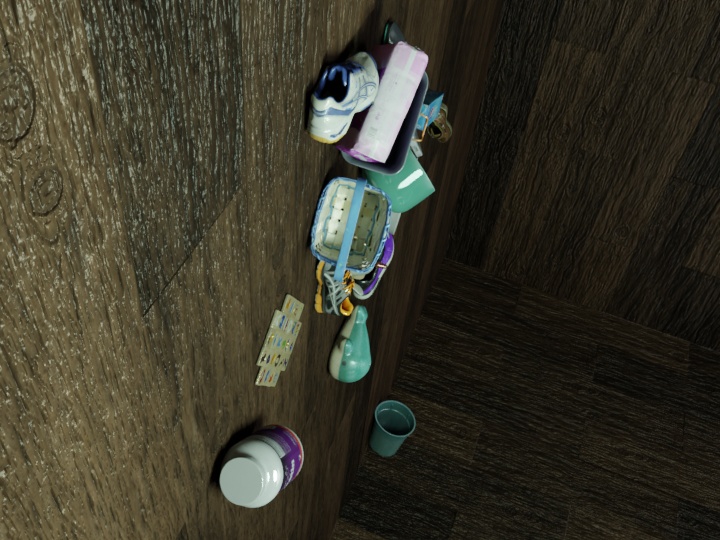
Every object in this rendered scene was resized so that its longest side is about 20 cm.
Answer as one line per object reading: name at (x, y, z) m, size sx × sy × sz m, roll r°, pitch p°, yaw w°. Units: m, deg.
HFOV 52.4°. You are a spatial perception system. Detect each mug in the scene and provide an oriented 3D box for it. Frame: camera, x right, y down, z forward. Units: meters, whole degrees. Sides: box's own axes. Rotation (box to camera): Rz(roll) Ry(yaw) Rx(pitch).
mug at (0.076, -0.193, 1.559) m, size 0.113 × 0.153 × 0.185 m, roll -34°, pitch 149°, yaw 5°

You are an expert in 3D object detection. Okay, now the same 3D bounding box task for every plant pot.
plant pot at (0.135, 0.749, 3.412) m, size 0.201 × 0.197 × 0.198 m, roll -58°, pitch 171°, yaw -50°

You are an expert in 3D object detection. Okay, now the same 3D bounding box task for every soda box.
soda box at (0.156, -0.413, 1.857) m, size 0.200 × 0.067 × 0.065 m, roll -51°, pitch 156°, yaw -63°

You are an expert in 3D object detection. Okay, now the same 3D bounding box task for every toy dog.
toy dog at (0.000, 0.000, 1.661) m, size 0.201 × 0.095 × 0.134 m, roll -61°, pitch 165°, yaw -45°

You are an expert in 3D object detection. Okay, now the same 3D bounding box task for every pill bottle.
pill bottle at (-0.175, 0.344, 1.284) m, size 0.200 × 0.110 × 0.115 m, roll 1°, pitch 108°, yaw -79°

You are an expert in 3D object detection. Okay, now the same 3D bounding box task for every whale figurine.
whale figurine at (-0.011, 0.194, 1.909) m, size 0.159 × 0.102 × 0.204 m, roll 28°, pitch 80°, yaw -79°

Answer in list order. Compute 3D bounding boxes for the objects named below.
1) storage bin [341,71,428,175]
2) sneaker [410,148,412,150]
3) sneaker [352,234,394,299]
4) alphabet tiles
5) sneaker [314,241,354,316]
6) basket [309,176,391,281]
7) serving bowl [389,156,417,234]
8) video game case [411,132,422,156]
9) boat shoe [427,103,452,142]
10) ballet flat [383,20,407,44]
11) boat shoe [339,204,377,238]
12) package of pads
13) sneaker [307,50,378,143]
storage bin at (0.055, -0.290, 1.395) m, size 0.134 × 0.143 × 0.204 m, roll -70°, pitch 176°, yaw -81°
sneaker at (0.064, -0.208, 1.699) m, size 0.074 × 0.079 × 0.203 m, roll -52°, pitch 159°, yaw -66°
sneaker at (0.035, -0.032, 1.865) m, size 0.100 × 0.068 × 0.203 m, roll 80°, pitch 29°, yaw -64°
alphabet tiles at (-0.149, 0.133, 1.359) m, size 0.200 × 0.006 × 0.169 m, roll 54°, pitch 55°, yaw -77°
sneaker at (-0.047, 0.017, 1.503) m, size 0.202 × 0.076 × 0.079 m, roll 94°, pitch 19°, yaw -48°
basket at (-0.016, -0.085, 1.318) m, size 0.200 × 0.136 × 0.180 m, roll -65°, pitch 171°, yaw -78°
serving bowl at (0.084, -0.195, 1.824) m, size 0.200 × 0.065 × 0.204 m, roll 18°, pitch 89°, yaw -88°
video game case at (0.106, -0.345, 1.652) m, size 0.200 × 0.018 × 0.146 m, roll 10°, pitch 66°, yaw -79°
boat shoe at (0.233, -0.438, 2.242) m, size 0.069 × 0.071 × 0.200 m, roll -65°, pitch 159°, yaw -13°
ballet flat at (0.077, -0.402, 1.466) m, size 0.202 × 0.072 × 0.074 m, roll 96°, pitch 17°, yaw -49°
boat shoe at (0.000, -0.120, 1.541) m, size 0.200 × 0.069 × 0.071 m, roll -67°, pitch 179°, yaw -72°
package of pads at (0.033, -0.289, 1.258) m, size 0.203 × 0.075 × 0.120 m, roll -67°, pitch -157°, yaw 3°
sneaker at (-0.020, -0.289, 1.134) m, size 0.089 × 0.074 × 0.202 m, roll 94°, pitch 17°, yaw -53°
